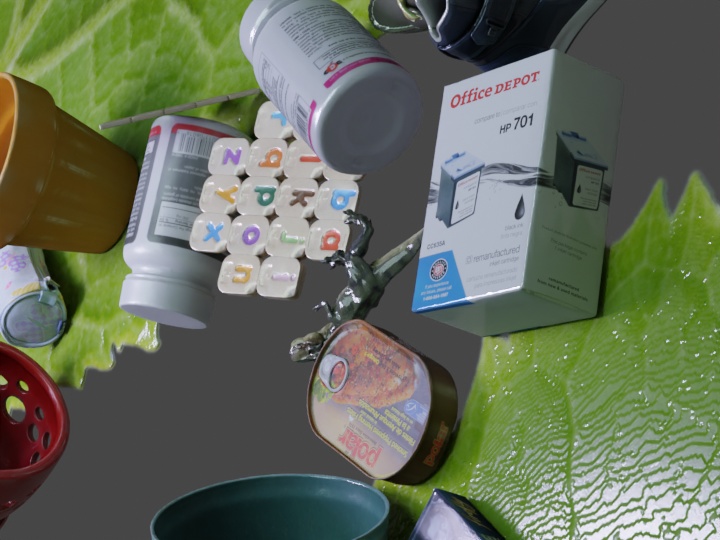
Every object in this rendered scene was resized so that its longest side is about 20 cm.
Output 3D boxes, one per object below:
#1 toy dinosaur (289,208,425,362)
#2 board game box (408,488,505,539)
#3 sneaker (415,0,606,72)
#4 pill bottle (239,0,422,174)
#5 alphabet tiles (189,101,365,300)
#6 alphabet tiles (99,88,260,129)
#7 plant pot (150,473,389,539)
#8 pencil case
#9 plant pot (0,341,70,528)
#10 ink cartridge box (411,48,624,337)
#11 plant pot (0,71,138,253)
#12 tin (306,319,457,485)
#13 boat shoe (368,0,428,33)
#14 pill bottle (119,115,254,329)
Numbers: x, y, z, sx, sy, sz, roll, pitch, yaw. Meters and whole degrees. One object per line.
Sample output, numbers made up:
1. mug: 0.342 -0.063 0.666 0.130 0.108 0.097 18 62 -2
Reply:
1. toy dinosaur: 0.000 0.000 1.728 0.200 0.047 0.089 -49 48 28
2. board game box: 0.056 0.292 1.494 0.201 0.034 0.135 -64 32 10
3. sneaker: 0.134 -0.255 1.567 0.203 0.145 0.077 -58 33 16
4. pill bottle: -0.033 -0.186 1.790 0.114 0.113 0.200 -58 42 18
5. alphabet tiles: -0.079 -0.070 1.856 0.194 0.015 0.202 3 74 36
6. alphabet tiles: -0.189 -0.171 1.993 0.200 0.166 0.008 -135 31 -82
7. plant pot: -0.070 0.266 1.580 0.200 0.199 0.136 19 116 58
8. pencil case: -0.415 0.010 2.310 0.200 0.082 0.091 56 133 53
9. plant pot: -0.453 0.204 2.171 0.183 0.199 0.202 -54 34 40
10. ink cartridge box: 0.127 -0.059 1.529 0.146 0.085 0.202 -14 63 53
11. plant pot: -0.366 -0.106 2.205 0.200 0.182 0.202 -31 50 45
12. tin: 0.017 0.115 1.646 0.200 0.042 0.113 32 97 58
13. boat shoe: 0.068 -0.259 1.716 0.201 0.060 0.073 -18 97 50
14. pill bottle: -0.181 -0.048 1.961 0.113 0.113 0.202 -6 69 55
